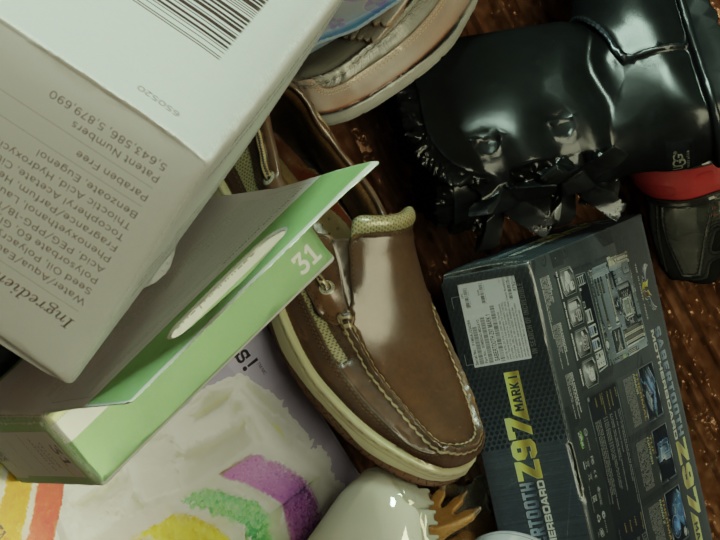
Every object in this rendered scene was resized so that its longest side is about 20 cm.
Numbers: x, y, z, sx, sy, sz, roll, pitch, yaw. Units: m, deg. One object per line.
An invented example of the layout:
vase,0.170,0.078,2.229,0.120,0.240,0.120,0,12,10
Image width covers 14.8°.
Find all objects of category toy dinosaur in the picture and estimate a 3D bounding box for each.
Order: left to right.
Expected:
toy dinosaur,0.033,0.139,1.303,0.200,0.060,0.106,-49,146,-26

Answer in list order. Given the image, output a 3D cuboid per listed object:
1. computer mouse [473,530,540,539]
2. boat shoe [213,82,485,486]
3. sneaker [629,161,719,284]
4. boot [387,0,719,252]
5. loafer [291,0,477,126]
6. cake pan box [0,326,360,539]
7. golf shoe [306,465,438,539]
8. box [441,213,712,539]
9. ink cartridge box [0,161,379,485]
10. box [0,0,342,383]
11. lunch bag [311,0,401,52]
computer mouse,0.047,0.214,1.266,0.044,0.110,0.200,-20,125,-61
boat shoe,-0.004,0.001,1.250,0.075,0.075,0.202,-20,67,-47
sneaker,0.217,-0.048,1.422,0.200,0.071,0.098,-21,112,-36
boot,0.089,-0.107,1.345,0.162,0.073,0.198,-14,55,-3
loafer,0.030,-0.151,1.319,0.200,0.072,0.063,-44,128,-23
cake pan box,-0.118,0.075,1.251,0.184,0.052,0.200,-37,104,-26
golf shoe,-0.035,0.175,1.238,0.097,0.078,0.200,20,95,-40
box,0.109,0.082,1.324,0.158,0.051,0.200,-21,100,-63
ink cartridge box,-0.070,0.024,1.138,0.146,0.200,0.048,-45,107,-22
box,-0.133,-0.097,1.102,0.200,0.131,0.199,34,34,-1
lunch bag,-0.061,-0.187,1.219,0.200,0.169,0.127,56,27,-10
